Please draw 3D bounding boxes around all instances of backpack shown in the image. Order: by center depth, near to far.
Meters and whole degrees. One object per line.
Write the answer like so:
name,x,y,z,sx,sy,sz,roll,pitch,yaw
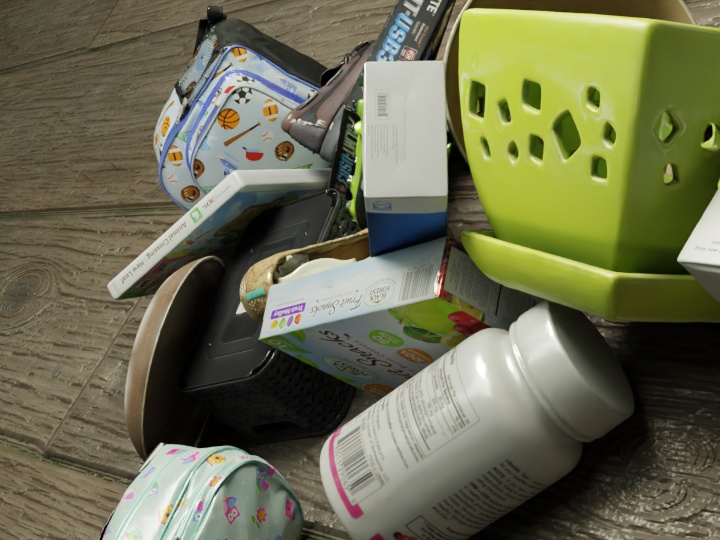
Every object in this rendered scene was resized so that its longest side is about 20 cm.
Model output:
backpack,-0.134,0.234,1.141,0.126,0.167,0.201,2,52,32
backpack,-0.117,-0.135,1.513,0.191,0.199,0.154,-51,25,26

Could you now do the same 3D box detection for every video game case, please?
video game case,-0.123,-0.036,1.412,0.182,0.022,0.200,-39,-14,25

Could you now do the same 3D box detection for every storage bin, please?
storage bin,-0.061,0.041,1.304,0.135,0.094,0.201,-15,44,46

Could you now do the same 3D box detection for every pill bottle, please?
pill bottle,0.079,0.111,1.004,0.200,0.113,0.114,-37,31,23

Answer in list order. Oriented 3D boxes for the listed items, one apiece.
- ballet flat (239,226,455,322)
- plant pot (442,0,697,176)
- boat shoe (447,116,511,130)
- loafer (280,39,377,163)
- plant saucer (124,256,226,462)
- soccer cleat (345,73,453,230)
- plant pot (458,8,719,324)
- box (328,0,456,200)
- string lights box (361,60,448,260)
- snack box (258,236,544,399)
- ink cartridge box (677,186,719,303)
ballet flat,0.000,0.000,1.206,0.199,0.071,0.065,-19,-1,-21
plant pot,0.155,-0.138,1.139,0.201,0.200,0.134,-50,3,-1
boat shoe,0.137,-0.190,1.333,0.065,0.074,0.201,7,59,33
loafer,-0.019,-0.179,1.435,0.200,0.063,0.072,-63,-5,-51
plant saucer,-0.166,0.082,1.322,0.032,0.201,0.201,13,59,14
soccer cleat,0.032,-0.087,1.209,0.200,0.081,0.068,93,-169,-59
plant pot,0.185,-0.067,0.957,0.199,0.199,0.183,19,105,58
box,0.029,-0.165,1.360,0.199,0.049,0.201,104,-170,-62
string lights box,0.034,-0.060,1.073,0.059,0.200,0.103,-1,70,3
snack box,0.041,0.043,1.104,0.199,0.142,0.053,-14,55,46
ink cartridge box,0.296,-0.042,0.845,0.201,0.145,0.087,-57,28,-11
